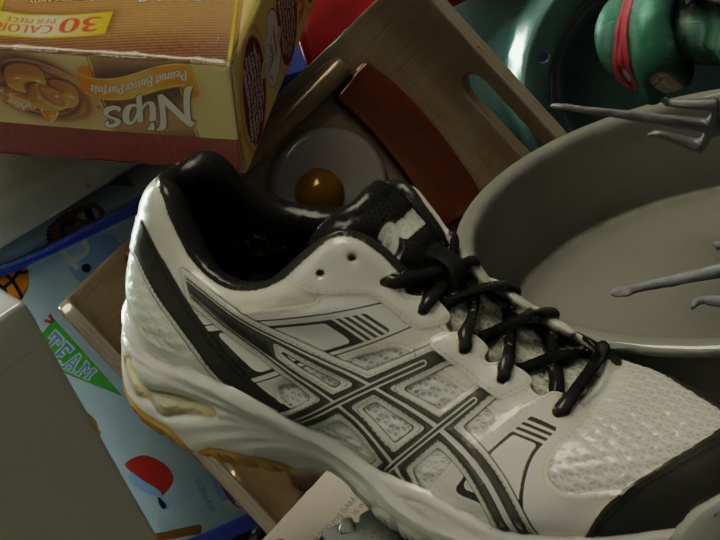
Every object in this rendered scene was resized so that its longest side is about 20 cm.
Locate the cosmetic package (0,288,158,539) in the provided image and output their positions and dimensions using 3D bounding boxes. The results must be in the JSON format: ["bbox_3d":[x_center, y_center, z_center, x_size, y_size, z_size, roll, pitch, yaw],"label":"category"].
[{"bbox_3d":[-0.136,0.109,0.772,0.101,0.200,0.071,-37,30,-20],"label":"cosmetic package"}]

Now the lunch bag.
[{"bbox_3d":[-0.051,0.016,0.895,0.200,0.170,0.124,-23,23,-1],"label":"lunch bag"}]

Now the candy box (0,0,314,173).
[{"bbox_3d":[-0.078,-0.123,0.815,0.115,0.055,0.200,5,41,12],"label":"candy box"}]

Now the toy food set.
[{"bbox_3d":[0.000,0.000,0.791,0.200,0.144,0.060,-45,6,-19],"label":"toy food set"}]

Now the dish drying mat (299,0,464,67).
[{"bbox_3d":[0.060,-0.150,0.850,0.200,0.018,0.077,-25,47,14],"label":"dish drying mat"}]

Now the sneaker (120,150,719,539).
[{"bbox_3d":[0.017,0.022,0.574,0.200,0.088,0.076,14,31,20],"label":"sneaker"}]

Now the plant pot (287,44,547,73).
[{"bbox_3d":[0.007,-0.162,1.136,0.200,0.200,0.180,-17,36,14],"label":"plant pot"}]

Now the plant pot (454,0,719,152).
[{"bbox_3d":[0.108,-0.095,0.903,0.200,0.200,0.134,-28,18,-6],"label":"plant pot"}]

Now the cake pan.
[{"bbox_3d":[0.132,-0.009,0.664,0.200,0.037,0.200,-10,25,5],"label":"cake pan"}]

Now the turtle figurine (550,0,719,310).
[{"bbox_3d":[0.142,-0.051,0.599,0.200,0.101,0.150,3,28,18],"label":"turtle figurine"}]

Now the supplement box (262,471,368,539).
[{"bbox_3d":[0.046,0.148,0.642,0.200,0.074,0.126,23,51,32],"label":"supplement box"}]

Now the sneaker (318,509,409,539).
[{"bbox_3d":[0.008,0.089,0.615,0.200,0.075,0.116,-13,35,-19],"label":"sneaker"}]

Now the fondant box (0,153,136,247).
[{"bbox_3d":[-0.161,-0.069,0.909,0.144,0.058,0.200,-35,23,-30],"label":"fondant box"}]
